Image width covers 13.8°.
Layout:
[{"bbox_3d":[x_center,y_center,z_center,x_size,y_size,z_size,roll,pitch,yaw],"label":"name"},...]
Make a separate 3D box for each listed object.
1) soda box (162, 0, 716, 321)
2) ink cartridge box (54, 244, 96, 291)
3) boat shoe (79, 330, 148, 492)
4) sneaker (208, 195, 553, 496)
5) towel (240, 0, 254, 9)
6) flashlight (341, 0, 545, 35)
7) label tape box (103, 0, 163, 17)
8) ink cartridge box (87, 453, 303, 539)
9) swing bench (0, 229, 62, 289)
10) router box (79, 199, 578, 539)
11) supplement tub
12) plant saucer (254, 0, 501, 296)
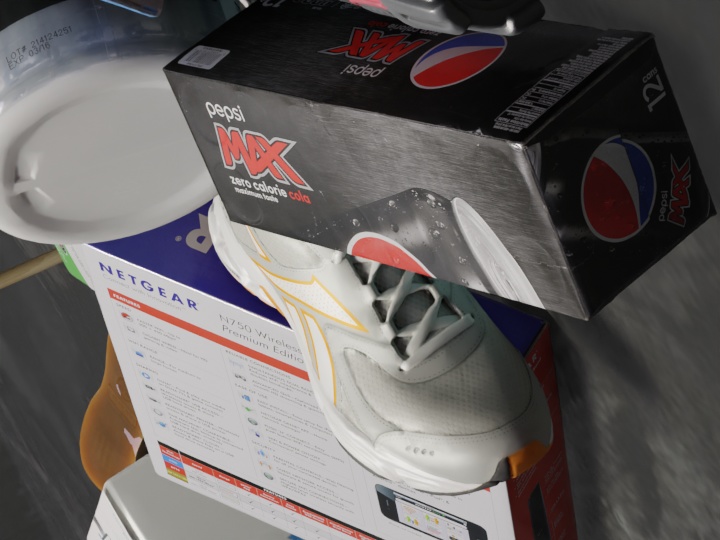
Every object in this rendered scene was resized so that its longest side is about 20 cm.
[{"bbox_3d":[0.022,-0.044,0.984,0.199,0.063,0.071,16,136,52],"label":"soda box"},{"bbox_3d":[-0.123,-0.058,1.550,0.147,0.084,0.200,65,166,-19],"label":"ink cartridge box"},{"bbox_3d":[-0.117,0.062,1.812,0.071,0.070,0.200,53,145,17],"label":"boat shoe"},{"bbox_3d":[0.000,0.000,1.122,0.200,0.075,0.092,46,157,34],"label":"sneaker"},{"bbox_3d":[-0.011,-0.046,1.296,0.200,0.024,0.147,52,167,39],"label":"towel"},{"bbox_3d":[-0.012,-0.123,0.972,0.200,0.068,0.068,24,146,53],"label":"flashlight"},{"bbox_3d":[-0.096,-0.200,1.008,0.066,0.201,0.143,21,-179,-42],"label":"label tape box"},{"bbox_3d":[-0.061,0.122,1.569,0.086,0.146,0.200,56,167,8],"label":"ink cartridge box"},{"bbox_3d":[-0.264,-0.097,1.919,0.199,0.129,0.201,41,151,57],"label":"swing bench"},{"bbox_3d":[-0.009,0.057,1.258,0.199,0.049,0.180,22,150,22],"label":"router box"},{"bbox_3d":[-0.116,-0.122,1.134,0.123,0.122,0.201,83,170,-60],"label":"supplement tub"},{"bbox_3d":[0.013,-0.083,1.097,0.200,0.027,0.200,53,164,22],"label":"plant saucer"}]
